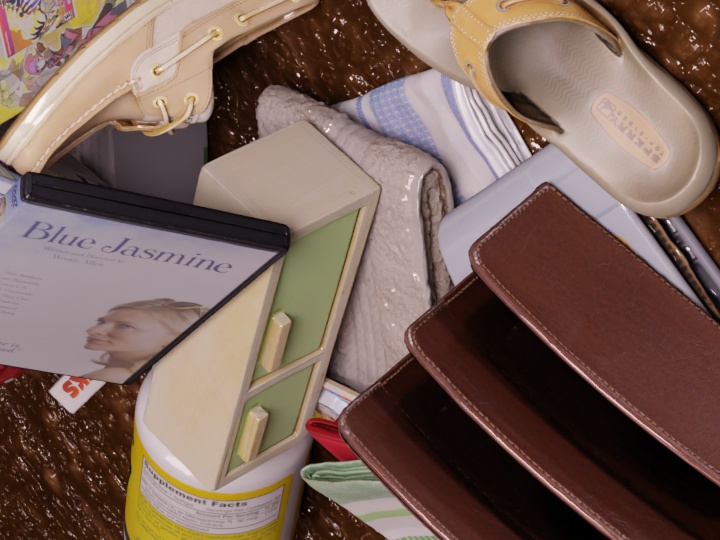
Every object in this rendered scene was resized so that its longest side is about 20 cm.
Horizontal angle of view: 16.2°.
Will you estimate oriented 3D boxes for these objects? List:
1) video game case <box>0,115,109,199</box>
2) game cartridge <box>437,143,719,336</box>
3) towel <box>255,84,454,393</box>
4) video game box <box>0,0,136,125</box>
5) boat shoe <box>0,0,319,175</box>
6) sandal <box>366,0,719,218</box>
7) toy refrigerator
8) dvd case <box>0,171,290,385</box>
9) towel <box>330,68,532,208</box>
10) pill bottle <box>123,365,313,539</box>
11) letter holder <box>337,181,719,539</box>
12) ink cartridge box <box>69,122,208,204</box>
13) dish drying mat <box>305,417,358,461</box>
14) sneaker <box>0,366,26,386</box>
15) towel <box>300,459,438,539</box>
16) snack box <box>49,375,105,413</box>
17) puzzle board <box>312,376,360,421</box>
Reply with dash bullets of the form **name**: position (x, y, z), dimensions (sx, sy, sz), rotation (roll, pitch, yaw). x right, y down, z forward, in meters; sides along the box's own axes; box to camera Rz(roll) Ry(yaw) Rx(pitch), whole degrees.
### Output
- **video game case**: position (-0.225, -0.066, 1.361), dimensions (0.181, 0.046, 0.200), rotation (22, -168, -47)
- **game cartridge**: position (0.130, 0.033, 1.270), dimensions (0.133, 0.042, 0.200), rotation (-35, 93, 40)
- **towel**: position (0.000, 0.000, 1.397), dimensions (0.132, 0.034, 0.200), rotation (27, 140, 36)
- **video game box**: position (-0.151, -0.194, 1.309), dimensions (0.047, 0.182, 0.200), rotation (31, 141, 33)
- **boat shoe**: position (-0.100, -0.106, 1.315), dimensions (0.069, 0.200, 0.074), rotation (49, 161, -4)
- **sandal**: position (0.083, -0.098, 1.188), dimensions (0.200, 0.054, 0.080), rotation (41, 112, 14)
- **toy refrigerator**: position (-0.054, 0.023, 1.371), dimensions (0.070, 0.076, 0.200), rotation (42, 138, 24)
- **dvd case**: position (-0.142, 0.009, 1.301), dimensions (0.200, 0.142, 0.018), rotation (-39, 46, 52)
- **towel**: position (0.036, -0.032, 1.373), dimensions (0.200, 0.024, 0.147), rotation (-14, 108, 57)
- **pill bottle**: position (-0.087, 0.113, 1.590), dimensions (0.114, 0.114, 0.200), rotation (40, 146, 21)
- **letter holder**: position (0.108, 0.081, 1.192), dimensions (0.200, 0.142, 0.101), rotation (41, 133, 11)
- **ink cartridge box**: position (-0.189, -0.101, 1.541), dimensions (0.200, 0.084, 0.146), rotation (34, 144, 27)
- **dish drying mat**: position (0.052, 0.144, 1.451), dimensions (0.077, 0.018, 0.200), rotation (11, 153, 50)
- **sneaker**: position (-0.200, 0.026, 1.493), dimensions (0.078, 0.115, 0.200), rotation (44, 151, 10)
- **towel**: position (0.081, 0.161, 1.402), dimensions (0.152, 0.023, 0.200), rotation (-8, 141, 48)
- **snack box**: position (-0.112, 0.011, 1.505), dimensions (0.024, 0.072, 0.200), rotation (44, 130, -4)
- **puzzle board**: position (0.043, 0.117, 1.450), dimensions (0.200, 0.017, 0.151), rotation (23, 165, 39)
